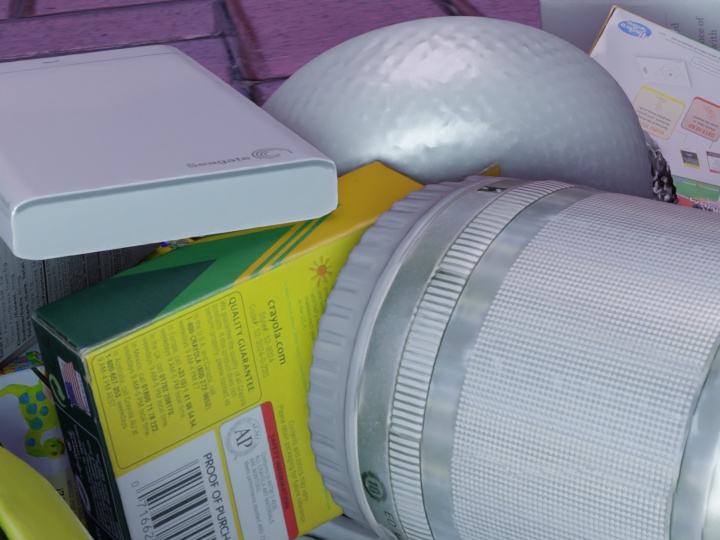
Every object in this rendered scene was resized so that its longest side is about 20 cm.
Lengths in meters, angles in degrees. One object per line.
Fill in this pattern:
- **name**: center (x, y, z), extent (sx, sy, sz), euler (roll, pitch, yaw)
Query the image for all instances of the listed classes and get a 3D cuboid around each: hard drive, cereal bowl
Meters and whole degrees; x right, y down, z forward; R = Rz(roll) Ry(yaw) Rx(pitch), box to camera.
- **hard drive**: center (-0.108, -0.056, 0.804), extent (0.131, 0.027, 0.200), euler (-9, 23, -22)
- **cereal bowl**: center (0.040, -0.014, 0.867), extent (0.199, 0.201, 0.084), euler (-6, 44, -1)

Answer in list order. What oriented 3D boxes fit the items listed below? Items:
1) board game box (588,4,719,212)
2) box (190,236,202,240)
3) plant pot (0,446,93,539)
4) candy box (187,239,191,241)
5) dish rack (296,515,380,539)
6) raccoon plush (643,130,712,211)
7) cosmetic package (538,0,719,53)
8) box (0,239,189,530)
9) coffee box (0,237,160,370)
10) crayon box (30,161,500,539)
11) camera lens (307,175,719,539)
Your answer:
- **board game box**: center (0.163, -0.034, 1.012), extent (0.153, 0.040, 0.200), euler (26, 61, 11)
- **box**: center (0.000, 0.000, 1.017), extent (0.200, 0.050, 0.075), euler (27, -8, -42)
- **plant pot**: center (-0.154, 0.160, 0.536), extent (0.181, 0.201, 0.199), euler (-5, 16, -24)
- **candy box**: center (-0.164, 0.017, 1.218), extent (0.102, 0.027, 0.200), euler (6, 21, 20)
- **dish rack**: center (-0.022, 0.159, 0.730), extent (0.171, 0.044, 0.200), euler (-22, 25, -39)
- **raccoon plush**: center (0.199, 0.002, 0.922), extent (0.133, 0.097, 0.201), euler (5, 59, -11)
- **cosmetic package**: center (0.237, -0.131, 1.327), extent (0.199, 0.166, 0.165), euler (1, 19, 15)
- **box**: center (-0.158, 0.066, 0.917), extent (0.192, 0.123, 0.200), euler (-12, 20, -20)
- **coffee box**: center (-0.185, -0.017, 0.855), extent (0.112, 0.080, 0.200), euler (4, 22, 20)
- **crayon box**: center (-0.025, 0.040, 0.774), extent (0.199, 0.127, 0.051), euler (-24, 31, -26)
- **camera lens**: center (0.100, 0.054, 0.693), extent (0.199, 0.161, 0.160), euler (14, 26, 38)
